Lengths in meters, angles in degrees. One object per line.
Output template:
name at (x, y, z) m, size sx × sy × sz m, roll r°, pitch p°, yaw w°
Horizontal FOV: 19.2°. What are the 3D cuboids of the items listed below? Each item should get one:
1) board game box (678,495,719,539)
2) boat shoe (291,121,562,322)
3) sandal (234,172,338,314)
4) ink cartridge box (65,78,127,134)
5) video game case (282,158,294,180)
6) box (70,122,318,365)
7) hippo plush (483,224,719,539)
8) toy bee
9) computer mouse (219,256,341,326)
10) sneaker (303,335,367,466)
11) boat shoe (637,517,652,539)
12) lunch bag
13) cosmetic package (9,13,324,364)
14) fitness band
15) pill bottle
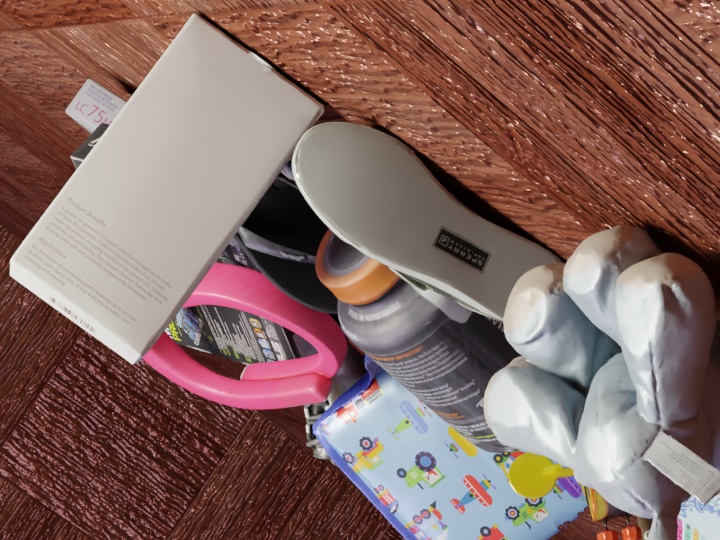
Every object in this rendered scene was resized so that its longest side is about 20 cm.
board game box at (0.263, 0.193, 1.355) m, size 0.043 × 0.199 × 0.200 m, roll -11°, pitch -164°, yaw -27°
boat shoe at (0.039, -0.022, 1.348) m, size 0.200 × 0.071 × 0.064 m, roll 34°, pitch 170°, yaw -9°
sandal at (-0.059, -0.038, 1.486) m, size 0.200 × 0.076 × 0.043 m, roll 36°, pitch 169°, yaw -7°
ink cartridge box at (-0.151, -0.083, 1.762) m, size 0.119 × 0.042 × 0.200 m, roll 33°, pitch 174°, yaw 26°
video game case at (-0.081, -0.091, 1.581) m, size 0.143 × 0.019 × 0.200 m, roll 37°, pitch 171°, yaw -15°
box at (-0.121, -0.014, 1.649) m, size 0.160 × 0.044 × 0.200 m, roll 15°, pitch 141°, yaw 36°
hippo plush at (0.187, 0.065, 1.179) m, size 0.161 × 0.160 × 0.200 m, roll 4°, pitch -151°, yaw -37°
toy bee at (0.171, 0.146, 1.555) m, size 0.131 × 0.109 × 0.200 m, roll -10°, pitch 176°, yaw 21°
computer mouse at (-0.071, -0.006, 1.553) m, size 0.200 × 0.034 × 0.059 m, roll 19°, pitch 151°, yaw 10°
sneaker at (-0.015, 0.112, 1.739) m, size 0.200 × 0.082 × 0.077 m, roll 50°, pitch 158°, yaw -19°
boat shoe at (0.230, 0.225, 1.562) m, size 0.075 × 0.075 × 0.203 m, roll 58°, pitch -158°, yaw -35°
lunch bag at (0.071, 0.136, 1.686) m, size 0.200 × 0.151 × 0.094 m, roll 44°, pitch -156°, yaw -16°
cosmetic package at (-0.125, -0.051, 1.370) m, size 0.108 × 0.200 × 0.085 m, roll 38°, pitch 169°, yaw -3°
fitness band at (-0.097, 0.048, 1.601) m, size 0.144 × 0.037 × 0.200 m, roll 43°, pitch 148°, yaw -27°
pill bottle at (0.056, 0.033, 1.457) m, size 0.200 × 0.106 × 0.106 m, roll 41°, pitch 169°, yaw -36°
